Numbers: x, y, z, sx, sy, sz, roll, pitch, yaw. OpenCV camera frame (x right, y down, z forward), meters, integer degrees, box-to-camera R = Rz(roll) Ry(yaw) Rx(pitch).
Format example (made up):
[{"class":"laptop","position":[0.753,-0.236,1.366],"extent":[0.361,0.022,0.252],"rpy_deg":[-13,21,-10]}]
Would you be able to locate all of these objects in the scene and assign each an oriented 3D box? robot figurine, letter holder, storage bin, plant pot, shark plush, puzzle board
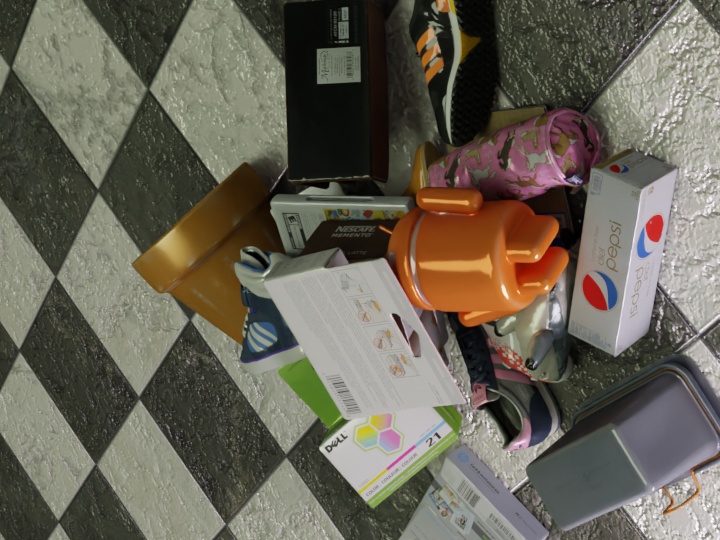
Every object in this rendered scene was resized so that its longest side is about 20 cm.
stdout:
[{"class":"robot figurine","position":[0.113,-0.013,1.501],"extent":[0.199,0.144,0.117],"rpy_deg":[0,73,33]},{"class":"letter holder","position":[-0.017,-0.198,1.652],"extent":[0.100,0.142,0.202],"rpy_deg":[-2,89,16]},{"class":"storage bin","position":[0.281,0.203,1.533],"extent":[0.146,0.134,0.200],"rpy_deg":[58,141,6]},{"class":"plant pot","position":[-0.163,-0.007,1.878],"extent":[0.183,0.200,0.200],"rpy_deg":[48,141,-7]},{"class":"shark plush","position":[0.215,0.022,1.550],"extent":[0.091,0.083,0.201],"rpy_deg":[28,103,62]},{"class":"puzzle board","position":[0.169,-0.080,1.595],"extent":[0.150,0.017,0.201],"rpy_deg":[0,111,46]}]

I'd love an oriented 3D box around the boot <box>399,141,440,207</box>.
[{"class":"boot","position":[0.033,-0.056,1.684],"extent":[0.143,0.071,0.202],"rpy_deg":[2,121,22]}]

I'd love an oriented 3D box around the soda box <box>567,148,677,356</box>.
[{"class":"soda box","position":[0.267,-0.018,1.480],"extent":[0.063,0.068,0.201],"rpy_deg":[28,129,34]}]

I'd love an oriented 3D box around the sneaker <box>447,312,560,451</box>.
[{"class":"sneaker","position":[0.150,0.116,1.668],"extent":[0.201,0.082,0.070],"rpy_deg":[55,140,10]}]

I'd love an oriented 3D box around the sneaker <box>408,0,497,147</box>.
[{"class":"sneaker","position":[0.092,-0.237,1.555],"extent":[0.090,0.070,0.202],"rpy_deg":[17,114,46]}]

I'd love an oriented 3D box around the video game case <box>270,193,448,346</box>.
[{"class":"video game case","position":[0.000,0.000,1.694],"extent":[0.181,0.023,0.201],"rpy_deg":[3,126,28]}]

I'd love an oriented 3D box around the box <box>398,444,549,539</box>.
[{"class":"box","position":[0.139,0.340,1.835],"extent":[0.156,0.041,0.201],"rpy_deg":[45,136,22]}]

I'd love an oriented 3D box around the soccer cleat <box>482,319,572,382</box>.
[{"class":"soccer cleat","position":[0.166,0.042,1.607],"extent":[0.200,0.069,0.085],"rpy_deg":[48,149,8]}]

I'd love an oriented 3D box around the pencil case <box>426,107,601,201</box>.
[{"class":"pencil case","position":[0.158,-0.106,1.518],"extent":[0.199,0.082,0.087],"rpy_deg":[-17,87,49]}]

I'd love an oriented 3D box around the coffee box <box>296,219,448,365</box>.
[{"class":"coffee box","position":[0.017,0.046,1.648],"extent":[0.114,0.080,0.201],"rpy_deg":[0,125,28]}]

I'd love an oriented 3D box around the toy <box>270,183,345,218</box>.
[{"class":"toy","position":[-0.013,-0.018,1.798],"extent":[0.115,0.047,0.201],"rpy_deg":[-26,97,36]}]

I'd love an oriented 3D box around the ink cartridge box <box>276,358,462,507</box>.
[{"class":"ink cartridge box","position":[0.005,0.165,1.774],"extent":[0.148,0.076,0.200],"rpy_deg":[-41,94,14]}]

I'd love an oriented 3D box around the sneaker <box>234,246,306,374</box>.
[{"class":"sneaker","position":[-0.111,0.040,1.741],"extent":[0.200,0.080,0.147],"rpy_deg":[-19,97,62]}]

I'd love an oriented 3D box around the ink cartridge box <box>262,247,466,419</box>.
[{"class":"ink cartridge box","position":[0.011,0.067,1.579],"extent":[0.175,0.045,0.201],"rpy_deg":[-11,119,37]}]
